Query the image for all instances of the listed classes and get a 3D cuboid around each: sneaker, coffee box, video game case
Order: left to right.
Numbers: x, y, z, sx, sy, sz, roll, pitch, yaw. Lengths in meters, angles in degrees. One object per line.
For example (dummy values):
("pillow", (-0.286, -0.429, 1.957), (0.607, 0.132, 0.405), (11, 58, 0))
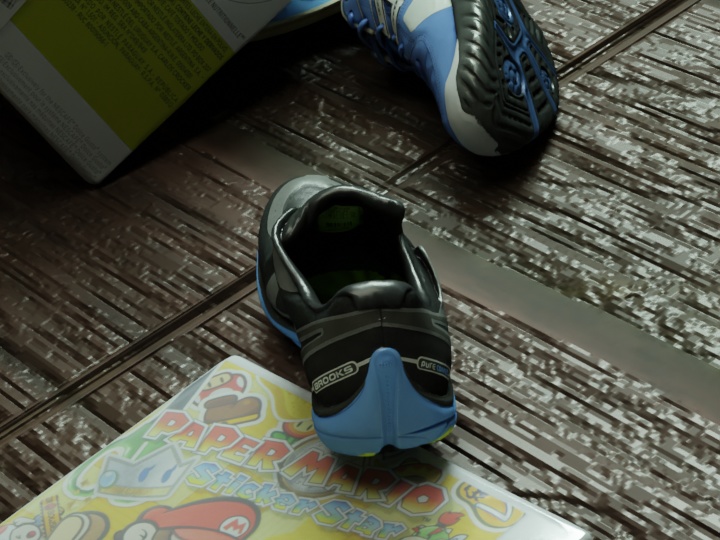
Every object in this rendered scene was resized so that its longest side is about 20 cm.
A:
("coffee box", (-0.149, -0.202, 1.119), (0.198, 0.200, 0.200), (-44, 38, -3))
("video game case", (-0.048, 0.115, 0.824), (0.182, 0.023, 0.200), (-36, 38, -27))
("sneaker", (0.000, 0.000, 0.899), (0.071, 0.083, 0.200), (-5, 21, -7))
("sneaker", (0.038, -0.112, 1.081), (0.077, 0.076, 0.200), (-29, 34, 15))

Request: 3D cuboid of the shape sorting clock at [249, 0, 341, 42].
("shape sorting clock", (-0.045, -0.180, 1.234), (0.200, 0.039, 0.200), (-11, 34, 8))
